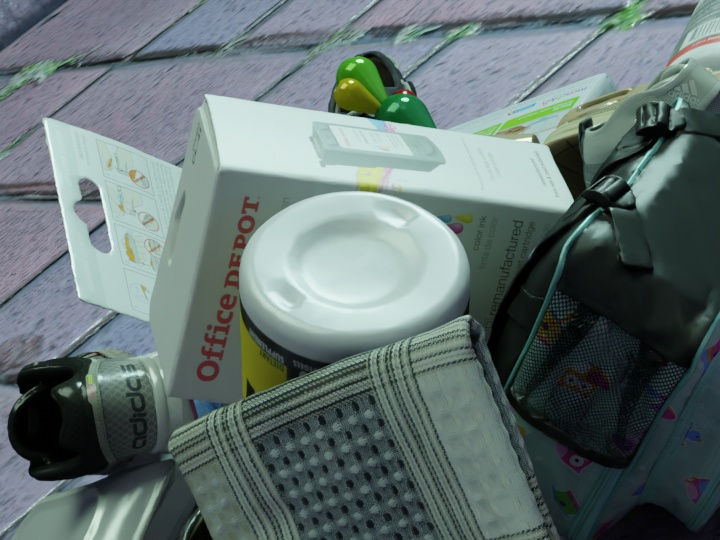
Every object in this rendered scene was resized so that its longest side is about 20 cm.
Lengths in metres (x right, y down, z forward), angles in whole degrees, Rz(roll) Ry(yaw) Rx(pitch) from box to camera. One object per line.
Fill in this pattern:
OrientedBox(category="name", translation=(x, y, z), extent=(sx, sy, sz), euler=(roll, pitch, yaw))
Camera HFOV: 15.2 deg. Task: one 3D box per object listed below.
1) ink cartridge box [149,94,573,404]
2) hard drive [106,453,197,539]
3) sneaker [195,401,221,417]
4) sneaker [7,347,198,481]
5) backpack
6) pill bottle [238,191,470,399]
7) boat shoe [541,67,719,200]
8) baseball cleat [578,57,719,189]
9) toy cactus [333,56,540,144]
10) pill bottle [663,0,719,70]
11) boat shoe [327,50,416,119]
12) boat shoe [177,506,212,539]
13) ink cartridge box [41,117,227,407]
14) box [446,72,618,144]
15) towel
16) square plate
OrientedBox(category="ink cartridge box", translation=(0.000, 0.000, 1.441), extent=(0.199, 0.148, 0.086), euler=(6, 29, -16))
OrientedBox(category="hard drive", translation=(-0.149, 0.178, 1.550), extent=(0.201, 0.027, 0.132), euler=(-61, 17, -4))
OrientedBox(category="sneaker", translation=(-0.077, 0.126, 1.651), extent=(0.089, 0.079, 0.200), euler=(-24, 27, 2))
OrientedBox(category="sneaker", translation=(-0.165, 0.082, 1.529), extent=(0.087, 0.074, 0.200), euler=(-5, -4, -26))
OrientedBox(category="backpack", translation=(0.140, 0.041, 1.332), extent=(0.200, 0.153, 0.176), euler=(-55, 0, 43))
OrientedBox(category="pill bottle", translation=(-0.003, 0.070, 1.358), extent=(0.114, 0.201, 0.115), euler=(0, 42, 0))
OrientedBox(category="boat shoe", translation=(0.192, -0.084, 1.475), extent=(0.199, 0.071, 0.065), euler=(-8, 33, 26))
OrientedBox(category="baseball cleat", translation=(0.204, -0.058, 1.388), extent=(0.199, 0.107, 0.070), euler=(-3, 22, 25))
OrientedBox(category="toy cactus", translation=(0.030, -0.042, 1.601), extent=(0.164, 0.102, 0.201), euler=(-11, 48, 16))
OrientedBox(category="pill bottle", translation=(0.255, -0.129, 1.667), extent=(0.116, 0.116, 0.200), euler=(-21, 21, 32))
OrientedBox(category="boat shoe", translation=(0.009, -0.094, 1.774), extent=(0.074, 0.060, 0.200), euler=(-27, 17, 15))
OrientedBox(category="boat shoe", translation=(-0.043, 0.133, 1.519), extent=(0.073, 0.065, 0.200), euler=(23, 41, 15))
OrientedBox(category="ink cartridge box", translation=(-0.106, 0.007, 1.607), extent=(0.050, 0.199, 0.163), euler=(-49, 38, 30))
OrientedBox(category="box", translation=(0.070, -0.022, 1.729), extent=(0.199, 0.097, 0.177), euler=(-19, 23, 37))
OrientedBox(category="towel", translation=(0.012, 0.141, 1.256), extent=(0.192, 0.201, 0.035), euler=(-21, 2, 33))
OrientedBox(category="square plate", translation=(-0.188, 0.201, 1.526), extent=(0.198, 0.028, 0.201), euler=(-22, 41, 62))
